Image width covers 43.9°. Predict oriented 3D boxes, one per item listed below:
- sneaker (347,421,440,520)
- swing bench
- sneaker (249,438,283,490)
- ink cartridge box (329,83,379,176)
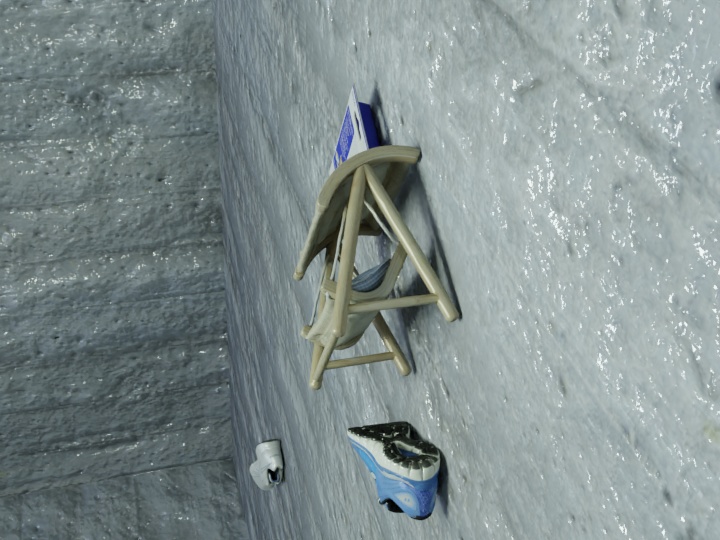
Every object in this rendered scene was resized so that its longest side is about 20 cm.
[{"bbox_3d":[0.035,0.234,1.044,0.200,0.078,0.090,-155,61,-73],"label":"sneaker"},{"bbox_3d":[0.000,0.000,0.970,0.199,0.129,0.202,114,146,-64],"label":"swing bench"},{"bbox_3d":[-0.228,0.497,2.201,0.201,0.074,0.088,100,153,-50],"label":"sneaker"},{"bbox_3d":[-0.004,-0.135,1.110,0.200,0.037,0.095,108,153,-64],"label":"ink cartridge box"}]
